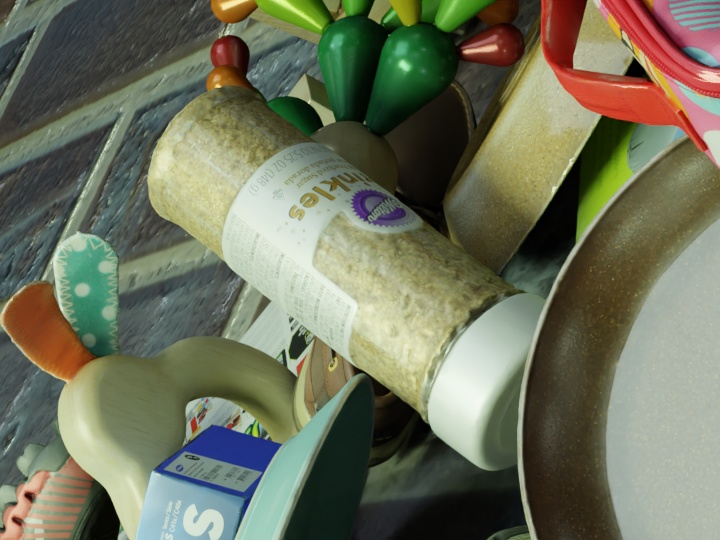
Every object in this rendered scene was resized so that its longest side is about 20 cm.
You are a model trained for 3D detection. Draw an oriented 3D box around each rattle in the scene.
[{"bbox_3d":[-0.109,0.082,1.117,0.143,0.200,0.130,-14,47,60],"label":"rattle"}]

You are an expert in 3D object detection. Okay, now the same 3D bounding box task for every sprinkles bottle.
[{"bbox_3d":[0.000,0.000,0.980,0.200,0.068,0.068,37,95,30],"label":"sprinkles bottle"}]

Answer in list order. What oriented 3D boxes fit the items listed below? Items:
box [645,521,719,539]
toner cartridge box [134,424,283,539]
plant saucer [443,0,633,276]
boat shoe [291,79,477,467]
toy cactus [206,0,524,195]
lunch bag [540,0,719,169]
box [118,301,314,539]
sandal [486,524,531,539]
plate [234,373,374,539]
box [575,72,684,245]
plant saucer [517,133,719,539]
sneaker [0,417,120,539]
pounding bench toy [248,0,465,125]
[{"bbox_3d":[0.084,0.162,0.782,0.075,0.050,0.200,14,72,46],"label":"box"},{"bbox_3d":[-0.078,0.172,1.010,0.095,0.043,0.201,-29,-46,-75],"label":"toner cartridge box"},{"bbox_3d":[0.086,-0.084,1.059,0.201,0.035,0.200,-61,2,3],"label":"plant saucer"},{"bbox_3d":[0.022,-0.009,1.117,0.068,0.072,0.201,122,164,-64],"label":"boat shoe"},{"bbox_3d":[-0.001,-0.073,1.085,0.200,0.102,0.166,-15,60,37],"label":"toy cactus"},{"bbox_3d":[0.131,-0.117,0.765,0.176,0.082,0.200,-35,41,6],"label":"lunch bag"},{"bbox_3d":[-0.065,0.095,1.228,0.200,0.035,0.110,-50,23,19],"label":"box"},{"bbox_3d":[0.043,0.188,0.850,0.057,0.080,0.201,102,-168,-68],"label":"sandal"},{"bbox_3d":[-0.036,0.136,0.984,0.200,0.026,0.201,16,-90,-82],"label":"plate"},{"bbox_3d":[0.164,-0.060,0.936,0.200,0.048,0.122,-41,28,38],"label":"box"},{"bbox_3d":[0.139,0.041,0.741,0.200,0.032,0.201,-16,63,34],"label":"plant saucer"},{"bbox_3d":[-0.138,0.171,1.169,0.071,0.098,0.201,-16,-58,-64],"label":"sneaker"},{"bbox_3d":[0.027,-0.170,1.255,0.156,0.124,0.201,-32,47,47],"label":"pounding bench toy"}]
